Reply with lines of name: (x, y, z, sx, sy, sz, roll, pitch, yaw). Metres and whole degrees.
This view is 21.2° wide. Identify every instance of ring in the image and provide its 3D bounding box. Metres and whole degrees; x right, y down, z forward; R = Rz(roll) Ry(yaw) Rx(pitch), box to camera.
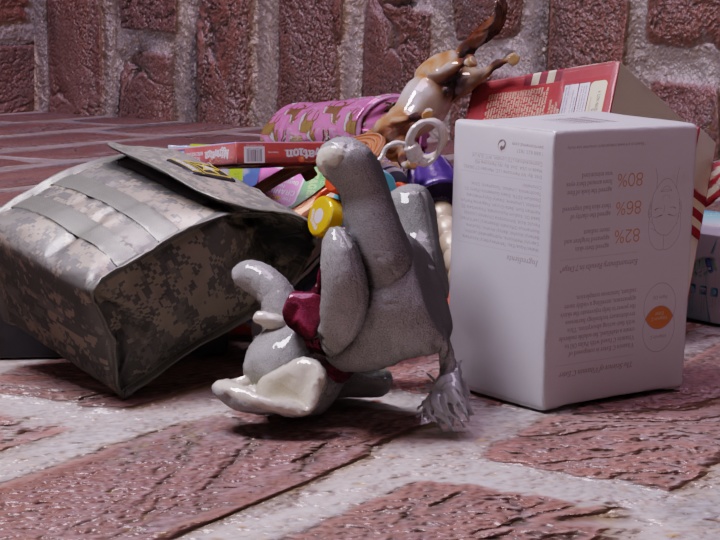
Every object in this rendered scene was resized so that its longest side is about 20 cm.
ring: (-0.064, -0.052, 1.564, 0.200, 0.019, 0.200, -29, 14, 8)

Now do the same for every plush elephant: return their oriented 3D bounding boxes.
plush elephant: (-0.021, 0.033, 1.305, 0.154, 0.201, 0.165, -19, -11, 16)

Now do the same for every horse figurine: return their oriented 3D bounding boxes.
horse figurine: (0.060, -0.148, 1.652, 0.050, 0.200, 0.132, 45, -13, -16)

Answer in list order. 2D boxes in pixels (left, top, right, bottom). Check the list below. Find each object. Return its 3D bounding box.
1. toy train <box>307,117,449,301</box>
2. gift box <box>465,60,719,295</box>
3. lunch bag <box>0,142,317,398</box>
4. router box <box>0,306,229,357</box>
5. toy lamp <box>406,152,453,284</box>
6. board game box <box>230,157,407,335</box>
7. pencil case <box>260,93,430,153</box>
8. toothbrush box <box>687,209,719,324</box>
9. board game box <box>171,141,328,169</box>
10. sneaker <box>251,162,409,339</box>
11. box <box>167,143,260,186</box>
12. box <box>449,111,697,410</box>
toy train: (0.031, -0.011, 1.432, 0.150, 0.201, 0.056, -29, 26, -24)
gift box: (0.204, -0.055, 1.659, 0.200, 0.185, 0.187, 2, -22, 42)
lunch bag: (-0.153, -0.020, 1.424, 0.200, 0.118, 0.164, -32, 39, -29)
router box: (-0.215, 0.020, 1.569, 0.199, 0.052, 0.157, -1, 18, -14)
toy lamp: (0.077, -0.018, 1.572, 0.058, 0.058, 0.200, -1, 47, -18)
board game box: (-0.024, -0.024, 1.649, 0.152, 0.040, 0.200, 4, 44, 8)
pencil case: (-0.016, -0.126, 1.840, 0.083, 0.087, 0.200, -45, 23, -23)
toothbrush box: (0.337, -0.004, 1.805, 0.146, 0.086, 0.200, -5, 12, -39)
board game box: (-0.088, -0.093, 1.574, 0.103, 0.020, 0.200, -1, 2, -23)
sneaker: (0.000, 0.000, 1.538, 0.079, 0.079, 0.200, 20, 58, 29)
box: (-0.109, -0.072, 2.051, 0.199, 0.122, 0.048, 2, 10, 1)
box: (0.155, -0.011, 1.416, 0.152, 0.201, 0.106, -5, 12, -39)
